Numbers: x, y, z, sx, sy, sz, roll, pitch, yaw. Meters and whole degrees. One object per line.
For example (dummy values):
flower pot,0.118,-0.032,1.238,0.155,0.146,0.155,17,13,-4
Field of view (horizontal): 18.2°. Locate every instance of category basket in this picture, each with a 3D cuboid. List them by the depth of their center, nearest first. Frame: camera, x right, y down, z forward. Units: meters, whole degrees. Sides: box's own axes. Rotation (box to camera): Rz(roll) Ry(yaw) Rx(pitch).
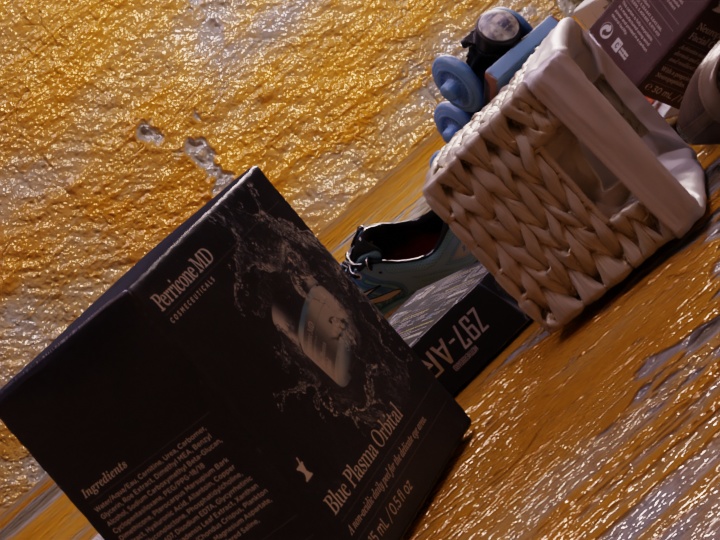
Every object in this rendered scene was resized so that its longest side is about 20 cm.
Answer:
basket,0.125,-0.061,1.391,0.123,0.136,0.200,-42,4,13

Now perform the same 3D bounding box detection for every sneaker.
sneaker,0.271,-0.154,1.458,0.200,0.071,0.076,-40,0,-28
sneaker,0.000,0.000,1.719,0.199,0.090,0.079,-25,48,5

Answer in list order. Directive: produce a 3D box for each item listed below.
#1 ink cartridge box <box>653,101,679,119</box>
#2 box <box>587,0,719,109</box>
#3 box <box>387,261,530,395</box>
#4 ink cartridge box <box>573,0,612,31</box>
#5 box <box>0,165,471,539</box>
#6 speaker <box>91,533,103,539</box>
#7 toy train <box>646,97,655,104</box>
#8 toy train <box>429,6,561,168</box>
ink cartridge box,0.253,-0.134,1.691,0.200,0.047,0.160,-57,3,8
box,0.260,-0.201,1.525,0.100,0.075,0.200,15,-57,-42
box,0.031,0.064,1.531,0.160,0.044,0.200,-43,5,-21
ink cartridge box,0.312,-0.286,2.223,0.146,0.084,0.200,-42,5,-11
box,-0.064,0.078,1.228,0.117,0.200,0.197,-38,6,27
speaker,-0.182,0.234,1.458,0.200,0.081,0.081,-43,5,-16
toy train,0.191,-0.139,1.735,0.151,0.056,0.200,-56,4,-4
toy train,0.112,-0.096,1.570,0.087,0.114,0.200,-43,-25,-25
